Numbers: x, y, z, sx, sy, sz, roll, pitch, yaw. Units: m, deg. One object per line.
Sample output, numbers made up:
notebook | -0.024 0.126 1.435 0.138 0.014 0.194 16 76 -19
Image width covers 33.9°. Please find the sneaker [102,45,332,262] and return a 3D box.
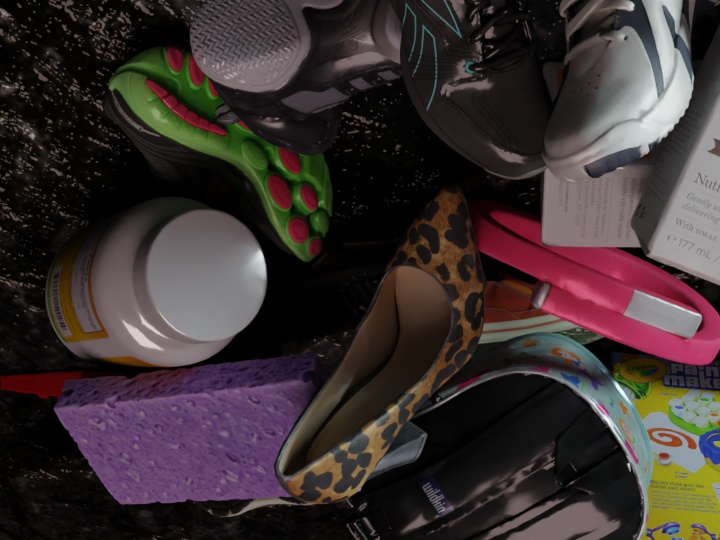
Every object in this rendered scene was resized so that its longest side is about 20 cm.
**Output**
sneaker | -0.092 -0.078 0.806 0.083 0.077 0.200 -4 142 46

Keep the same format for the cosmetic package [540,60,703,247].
cosmetic package | 0.211 -0.073 0.733 0.197 0.102 0.072 0 138 6

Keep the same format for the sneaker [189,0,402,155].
sneaker | -0.001 -0.132 0.721 0.197 0.076 0.114 -10 157 -5

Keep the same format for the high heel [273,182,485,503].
high heel | 0.012 0.046 0.729 0.071 0.142 0.203 21 107 31

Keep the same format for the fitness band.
fitness band | 0.157 0.007 0.803 0.198 0.144 0.038 22 104 -10

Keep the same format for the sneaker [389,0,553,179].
sneaker | 0.053 -0.142 0.621 0.202 0.075 0.079 62 159 -4

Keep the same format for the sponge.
sponge | -0.103 0.114 0.820 0.197 0.030 0.112 -8 129 20

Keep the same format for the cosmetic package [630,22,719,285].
cosmetic package | 0.235 -0.087 0.623 0.112 0.081 0.202 21 105 1

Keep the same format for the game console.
game console | -0.169 0.101 0.957 0.198 0.032 0.176 15 169 -42

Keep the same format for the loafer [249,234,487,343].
loafer | 0.000 0.000 0.861 0.198 0.072 0.073 -7 138 29

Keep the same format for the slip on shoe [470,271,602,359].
slip on shoe | 0.119 0.029 0.894 0.197 0.062 0.074 -5 161 -4

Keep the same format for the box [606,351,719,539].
box | 0.292 0.183 0.943 0.197 0.194 0.123 5 141 3

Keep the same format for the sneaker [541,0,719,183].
sneaker | 0.119 -0.150 0.599 0.130 0.200 0.079 47 153 -24

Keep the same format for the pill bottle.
pill bottle | -0.140 0.010 0.813 0.110 0.112 0.199 29 162 -24

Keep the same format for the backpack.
backpack | 0.110 0.144 0.852 0.199 0.150 0.178 -35 93 28

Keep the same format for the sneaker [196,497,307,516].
sneaker | -0.076 0.188 1.099 0.198 0.078 0.088 -6 170 35
